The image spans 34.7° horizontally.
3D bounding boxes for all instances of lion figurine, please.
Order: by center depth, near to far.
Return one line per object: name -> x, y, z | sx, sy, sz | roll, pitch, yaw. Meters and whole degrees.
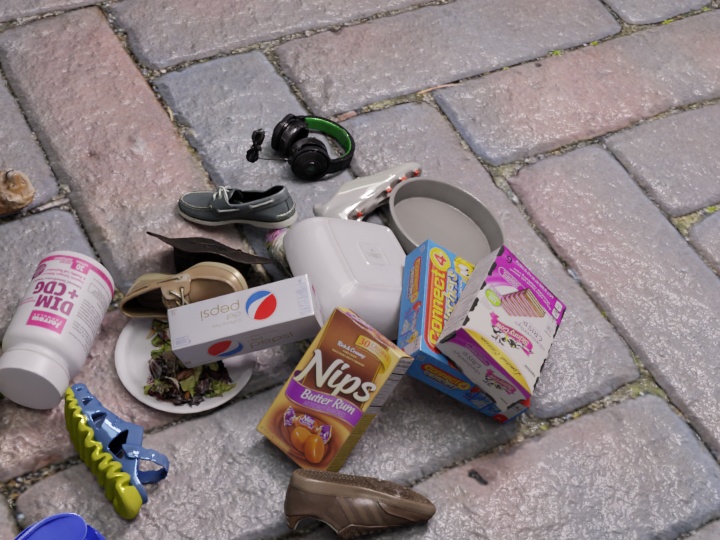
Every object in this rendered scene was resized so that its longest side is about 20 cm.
lion figurine -> -0.601, -0.101, 1.745 | 0.200, 0.073, 0.123 | -37, 72, -14

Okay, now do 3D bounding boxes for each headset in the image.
headset -> -0.097, -0.210, 1.864 | 0.199, 0.094, 0.124 | -18, 53, -34

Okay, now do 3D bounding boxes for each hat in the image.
hat -> -0.221, 0.000, 1.678 | 0.199, 0.201, 0.081 | 12, 95, -1

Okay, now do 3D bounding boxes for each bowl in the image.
bowl -> 0.000, 0.000, 1.663 | 0.199, 0.075, 0.200 | 6, 44, -38

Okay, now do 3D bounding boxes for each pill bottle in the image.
pill bottle -> -0.420, 0.081, 1.575 | 0.113, 0.114, 0.201 | 11, 50, 3

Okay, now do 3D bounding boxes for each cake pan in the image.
cake pan -> 0.130, -0.064, 1.773 | 0.199, 0.037, 0.201 | 16, 40, -14

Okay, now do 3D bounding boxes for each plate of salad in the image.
plate of salad -> -0.244, 0.110, 1.614 | 0.199, 0.048, 0.201 | 4, 50, -4

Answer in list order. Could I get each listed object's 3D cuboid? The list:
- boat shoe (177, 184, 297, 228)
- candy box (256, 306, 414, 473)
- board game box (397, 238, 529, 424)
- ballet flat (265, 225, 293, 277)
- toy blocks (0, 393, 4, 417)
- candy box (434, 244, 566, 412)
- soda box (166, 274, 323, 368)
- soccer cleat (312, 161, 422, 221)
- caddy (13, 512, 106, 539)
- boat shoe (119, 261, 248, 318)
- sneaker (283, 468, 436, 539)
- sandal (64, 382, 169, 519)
boat shoe -> -0.193, -0.110, 1.770 | 0.199, 0.062, 0.073 | 7, 42, 20
candy box -> -0.035, 0.162, 1.515 | 0.116, 0.056, 0.201 | 36, 96, 22
board game box -> 0.148, 0.084, 1.615 | 0.195, 0.056, 0.201 | 28, 46, -25
ballet flat -> -0.081, -0.006, 1.707 | 0.069, 0.071, 0.200 | -46, 64, 7
toy blocks -> -0.561, 0.143, 1.534 | 0.136, 0.100, 0.201 | -18, 53, -5
candy box -> 0.196, 0.075, 1.576 | 0.136, 0.061, 0.200 | 43, 42, -10
soda box -> -0.154, 0.070, 1.546 | 0.199, 0.068, 0.064 | -14, 62, 5
soccer cleat -> 0.014, -0.126, 1.828 | 0.200, 0.069, 0.078 | -34, 58, -26
caddy -> -0.372, 0.377, 1.346 | 0.141, 0.105, 0.200 | 47, 57, 2
boat shoe -> -0.245, 0.038, 1.593 | 0.199, 0.072, 0.065 | -9, 26, 32
sneaker -> -0.003, 0.307, 1.476 | 0.199, 0.076, 0.070 | 15, 6, -15
sandal -> -0.318, 0.226, 1.498 | 0.087, 0.080, 0.200 | -26, 66, -29
